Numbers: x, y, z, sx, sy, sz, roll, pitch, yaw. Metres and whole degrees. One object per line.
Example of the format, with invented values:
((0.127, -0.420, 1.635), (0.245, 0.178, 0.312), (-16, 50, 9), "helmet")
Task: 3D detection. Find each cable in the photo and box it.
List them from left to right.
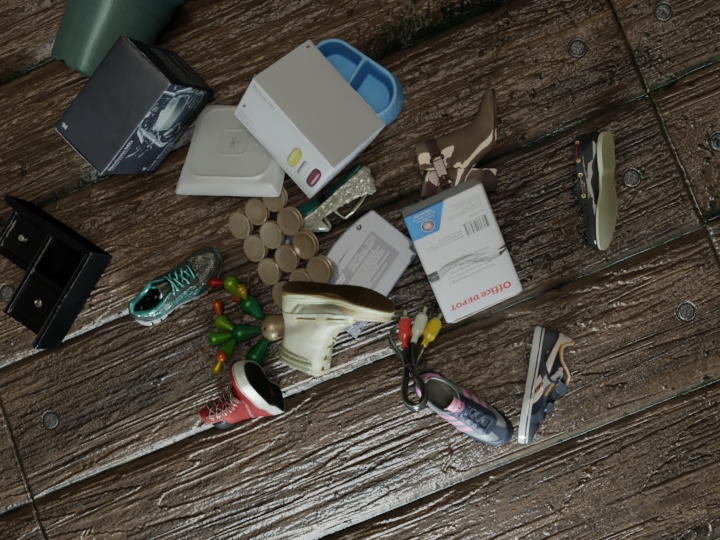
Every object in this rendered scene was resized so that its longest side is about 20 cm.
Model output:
((0.083, 0.145, 1.404), (0.095, 0.051, 0.202), (2, 43, 14), "cable")

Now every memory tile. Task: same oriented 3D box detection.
((-0.142, -0.043, 1.458), (0.152, 0.017, 0.202), (-34, 87, 35), "memory tile")

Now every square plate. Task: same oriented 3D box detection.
((-0.220, -0.222, 1.458), (0.194, 0.029, 0.203), (2, 61, 13), "square plate")

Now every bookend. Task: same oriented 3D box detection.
((-0.596, 0.003, 1.496), (0.198, 0.092, 0.201), (32, 90, 7), "bookend")

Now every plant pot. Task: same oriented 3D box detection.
((-0.448, -0.441, 1.470), (0.198, 0.200, 0.199), (28, 97, 6), "plant pot")

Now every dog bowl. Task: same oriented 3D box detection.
((-0.014, -0.343, 1.487), (0.199, 0.050, 0.112), (35, 90, 7), "dog bowl")

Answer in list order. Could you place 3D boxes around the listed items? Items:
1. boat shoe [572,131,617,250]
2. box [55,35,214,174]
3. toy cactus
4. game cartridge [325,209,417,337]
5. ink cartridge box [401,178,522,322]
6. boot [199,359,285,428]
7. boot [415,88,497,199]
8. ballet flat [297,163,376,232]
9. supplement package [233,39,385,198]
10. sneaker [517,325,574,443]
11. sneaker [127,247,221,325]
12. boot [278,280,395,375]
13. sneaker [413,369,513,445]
((0.408, -0.138, 1.434), (0.062, 0.073, 0.206), (1, 97, 40), "boat shoe")
((-0.386, -0.280, 1.424), (0.124, 0.196, 0.200), (43, 104, 5), "box")
((-0.194, 0.103, 1.463), (0.162, 0.102, 0.204), (-9, 77, -5), "toy cactus")
((0.000, 0.000, 1.472), (0.132, 0.041, 0.201), (37, 90, 3), "game cartridge")
((0.173, -0.034, 1.409), (0.142, 0.084, 0.203), (-23, 102, 4), "ink cartridge box")
((-0.222, 0.220, 1.399), (0.142, 0.201, 0.074), (-16, 63, 4), "boot")
((0.170, -0.219, 1.455), (0.143, 0.070, 0.204), (-1, 86, 7), "boot")
((-0.054, -0.109, 1.466), (0.199, 0.072, 0.072), (-35, 84, 9), "ballet flat")
((-0.088, -0.261, 1.413), (0.200, 0.111, 0.156), (47, 55, -1), "supplement package")
((0.320, 0.202, 1.410), (0.078, 0.078, 0.204), (11, 86, 11), "sneaker")
((-0.334, 0.031, 1.471), (0.199, 0.091, 0.078), (-39, 85, 2), "sneaker")
((-0.043, 0.106, 1.420), (0.196, 0.072, 0.157), (7, 113, 3), "boot")
((0.176, 0.243, 1.418), (0.198, 0.082, 0.071), (29, 89, 6), "sneaker")
